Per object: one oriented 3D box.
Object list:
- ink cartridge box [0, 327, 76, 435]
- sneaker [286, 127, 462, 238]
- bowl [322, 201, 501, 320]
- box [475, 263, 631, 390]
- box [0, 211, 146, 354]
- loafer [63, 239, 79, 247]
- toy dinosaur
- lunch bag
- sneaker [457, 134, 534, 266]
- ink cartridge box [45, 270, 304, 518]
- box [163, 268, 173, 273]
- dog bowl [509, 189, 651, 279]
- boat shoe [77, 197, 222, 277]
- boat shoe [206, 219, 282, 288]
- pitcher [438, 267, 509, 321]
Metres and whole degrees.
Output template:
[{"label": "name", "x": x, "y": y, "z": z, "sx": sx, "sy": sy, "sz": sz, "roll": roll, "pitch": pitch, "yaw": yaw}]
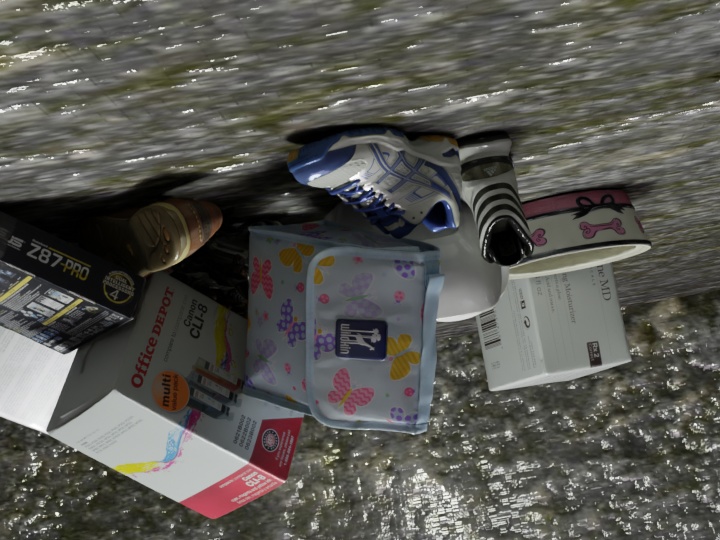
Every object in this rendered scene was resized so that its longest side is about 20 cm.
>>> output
[{"label": "ink cartridge box", "x": -0.327, "y": 0.098, "z": 1.756, "sx": 0.200, "sy": 0.160, "sz": 0.047, "roll": 25, "pitch": -162, "yaw": -30}, {"label": "sneaker", "x": 0.023, "y": -0.073, "z": 1.407, "sx": 0.200, "sy": 0.088, "sz": 0.075, "roll": -1, "pitch": 170, "yaw": -44}, {"label": "bowl", "x": 0.039, "y": -0.021, "z": 1.639, "sx": 0.200, "sy": 0.075, "sz": 0.200, "roll": -8, "pitch": -155, "yaw": 6}, {"label": "box", "x": 0.248, "y": 0.049, "z": 2.169, "sx": 0.131, "sy": 0.199, "sz": 0.200, "roll": -8, "pitch": 172, "yaw": -19}, {"label": "box", "x": -0.310, "y": 0.014, "z": 1.509, "sx": 0.161, "sy": 0.049, "sz": 0.200, "roll": 24, "pitch": 158, "yaw": -20}, {"label": "loafer", "x": -0.272, "y": 0.027, "z": 1.652, "sx": 0.076, "sy": 0.068, "sz": 0.200, "roll": -6, "pitch": 154, "yaw": 33}, {"label": "toy dinosaur", "x": -0.163, "y": 0.021, "z": 1.612, "sx": 0.200, "sy": 0.102, "sz": 0.136, "roll": -7, "pitch": 143, "yaw": -29}, {"label": "lunch bag", "x": -0.012, "y": 0.048, "z": 1.465, "sx": 0.127, "sy": 0.170, "sz": 0.200, "roll": -6, "pitch": -165, "yaw": -44}, {"label": "sneaker", "x": 0.121, "y": -0.055, "z": 1.558, "sx": 0.076, "sy": 0.116, "sz": 0.201, "roll": -10, "pitch": 173, "yaw": 3}, {"label": "ink cartridge box", "x": -0.173, "y": 0.122, "z": 1.570, "sx": 0.200, "sy": 0.145, "sz": 0.145, "roll": 31, "pitch": 143, "yaw": -22}, {"label": "box", "x": -0.198, "y": -0.012, "z": 1.767, "sx": 0.200, "sy": 0.035, "sz": 0.110, "roll": -5, "pitch": 171, "yaw": -35}, {"label": "dog bowl", "x": 0.249, "y": -0.044, "z": 1.964, "sx": 0.200, "sy": 0.074, "sz": 0.200, "roll": -10, "pitch": 173, "yaw": -1}, {"label": "boat shoe", "x": -0.198, "y": -0.029, "z": 1.504, "sx": 0.068, "sy": 0.072, "sz": 0.200, "roll": -22, "pitch": -173, "yaw": -36}, {"label": "boat shoe", "x": -0.099, "y": -0.017, "z": 1.708, "sx": 0.200, "sy": 0.071, "sz": 0.064, "roll": 1, "pitch": 125, "yaw": -38}, {"label": "pitcher", "x": 0.091, "y": -0.008, "z": 1.943, "sx": 0.200, "sy": 0.121, "sz": 0.172, "roll": -3, "pitch": -160, "yaw": 43}]
